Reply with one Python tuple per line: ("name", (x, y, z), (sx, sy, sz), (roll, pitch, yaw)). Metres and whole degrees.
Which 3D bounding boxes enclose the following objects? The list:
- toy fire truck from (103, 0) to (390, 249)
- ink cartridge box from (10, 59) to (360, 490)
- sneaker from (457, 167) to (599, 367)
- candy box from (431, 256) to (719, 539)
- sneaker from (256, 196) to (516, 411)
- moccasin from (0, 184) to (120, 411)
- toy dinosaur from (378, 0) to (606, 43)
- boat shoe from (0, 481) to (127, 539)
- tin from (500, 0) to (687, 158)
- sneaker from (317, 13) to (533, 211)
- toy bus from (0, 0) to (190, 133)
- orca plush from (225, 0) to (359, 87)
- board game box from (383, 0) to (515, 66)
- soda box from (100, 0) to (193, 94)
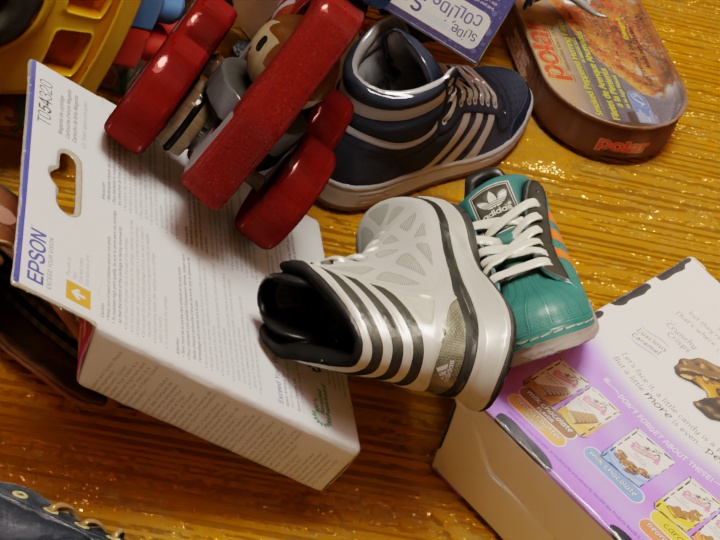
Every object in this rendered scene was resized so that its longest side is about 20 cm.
("toy fire truck", (-0.038, -0.119, 0.827), (0.112, 0.168, 0.200), (36, 23, -11))
("ink cartridge box", (-0.098, 0.000, 0.797), (0.199, 0.043, 0.197), (28, 29, -26))
("sneaker", (0.079, -0.006, 0.849), (0.071, 0.081, 0.200), (-19, 14, 2))
("candy box", (0.169, 0.100, 0.834), (0.199, 0.072, 0.168), (-25, 57, -36))
("sneaker", (0.000, 0.000, 0.807), (0.114, 0.076, 0.201), (13, 18, -18))
("moccasin", (-0.197, 0.008, 0.812), (0.201, 0.074, 0.078), (38, 37, 7))
("toy dinosaur", (0.072, -0.198, 1.078), (0.199, 0.077, 0.102), (-25, 36, -23))
("boat shoe", (-0.129, 0.134, 0.695), (0.199, 0.071, 0.091), (-6, 52, -22))
("tin", (0.165, -0.156, 1.126), (0.111, 0.042, 0.201), (6, 43, -19))
("sneaker", (0.053, -0.116, 0.992), (0.199, 0.109, 0.070), (-27, 59, -38))
("toy bus", (-0.195, -0.143, 0.896), (0.191, 0.201, 0.136), (10, 33, -38))
("orca plush", (-0.082, -0.187, 1.013), (0.199, 0.106, 0.071), (22, -4, -39))
("board game box", (0.019, -0.232, 0.915), (0.199, 0.136, 0.034), (31, 20, -5))
("soda box", (-0.148, -0.206, 1.051), (0.068, 0.064, 0.201), (21, 43, 3))
